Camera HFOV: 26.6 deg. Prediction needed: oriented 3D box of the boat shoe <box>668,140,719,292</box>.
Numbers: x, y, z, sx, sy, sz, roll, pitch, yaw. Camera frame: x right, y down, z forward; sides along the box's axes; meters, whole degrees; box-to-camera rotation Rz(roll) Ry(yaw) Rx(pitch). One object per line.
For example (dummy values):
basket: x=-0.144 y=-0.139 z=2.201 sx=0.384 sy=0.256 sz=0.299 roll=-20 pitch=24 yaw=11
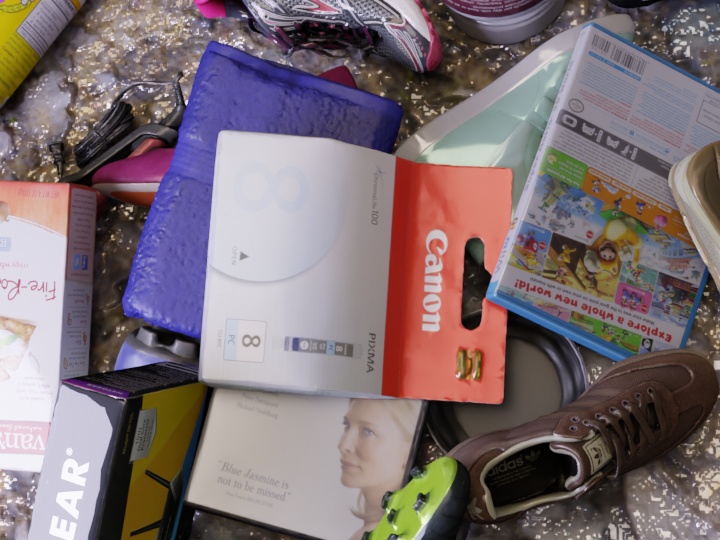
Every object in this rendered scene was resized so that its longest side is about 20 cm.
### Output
boat shoe: x=0.267 y=0.011 z=0.993 sx=0.073 sy=0.063 sz=0.202 roll=-33 pitch=90 yaw=-12

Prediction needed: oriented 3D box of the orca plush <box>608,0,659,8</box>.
orca plush: x=0.263 y=-0.246 z=1.093 sx=0.200 sy=0.071 sz=0.105 roll=-44 pitch=25 yaw=-8

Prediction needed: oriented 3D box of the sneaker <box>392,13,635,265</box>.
sneaker: x=0.132 y=-0.086 z=1.058 sx=0.199 sy=0.074 sz=0.119 roll=-35 pitch=82 yaw=-8

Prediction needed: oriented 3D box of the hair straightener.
hair straightener: x=-0.208 y=-0.082 z=1.138 sx=0.200 sy=0.041 sz=0.077 roll=-46 pitch=69 yaw=1

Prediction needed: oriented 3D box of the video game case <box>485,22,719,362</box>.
video game case: x=0.179 y=-0.046 z=1.022 sx=0.142 sy=0.018 sz=0.202 roll=25 pitch=77 yaw=-14

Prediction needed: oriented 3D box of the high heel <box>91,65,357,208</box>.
high heel: x=-0.097 y=-0.097 z=1.109 sx=0.197 sy=0.067 sz=0.098 roll=-1 pitch=75 yaw=-1

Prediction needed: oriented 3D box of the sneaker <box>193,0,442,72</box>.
sneaker: x=-0.029 y=-0.186 z=1.112 sx=0.198 sy=0.081 sz=0.075 roll=25 pitch=72 yaw=20

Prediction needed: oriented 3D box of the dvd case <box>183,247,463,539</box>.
dvd case: x=-0.023 y=0.075 z=0.999 sx=0.141 sy=0.018 sz=0.203 roll=15 pitch=79 yaw=0

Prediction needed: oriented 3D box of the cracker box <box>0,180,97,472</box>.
cracker box: x=-0.262 y=0.037 z=1.080 sx=0.132 sy=0.058 sz=0.203 roll=2 pitch=90 yaw=13

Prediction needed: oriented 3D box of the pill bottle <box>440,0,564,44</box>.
pill bottle: x=0.089 y=-0.243 z=1.042 sx=0.112 sy=0.200 sz=0.116 roll=-4 pitch=71 yaw=11

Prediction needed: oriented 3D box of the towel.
towel: x=-0.067 y=-0.042 z=1.049 sx=0.146 sy=0.050 sz=0.202 roll=19 pitch=83 yaw=0

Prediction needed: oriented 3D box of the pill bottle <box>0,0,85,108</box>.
pill bottle: x=-0.276 y=-0.207 z=1.161 sx=0.104 sy=0.104 sz=0.201 roll=34 pitch=82 yaw=20

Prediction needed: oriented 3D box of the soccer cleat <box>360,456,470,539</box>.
soccer cleat: x=0.032 y=0.202 z=0.950 sx=0.080 sy=0.068 sz=0.202 roll=21 pitch=115 yaw=-11

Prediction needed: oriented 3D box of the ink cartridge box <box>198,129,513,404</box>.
ink cartridge box: x=0.000 y=0.000 z=0.979 sx=0.197 sy=0.047 sz=0.163 roll=4 pitch=81 yaw=-1

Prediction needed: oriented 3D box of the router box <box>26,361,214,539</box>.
router box: x=-0.156 y=0.165 z=0.965 sx=0.050 sy=0.149 sz=0.203 roll=14 pitch=95 yaw=17

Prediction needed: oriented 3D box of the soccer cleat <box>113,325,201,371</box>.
soccer cleat: x=-0.081 y=0.102 z=1.055 sx=0.198 sy=0.065 sz=0.085 roll=22 pitch=108 yaw=13

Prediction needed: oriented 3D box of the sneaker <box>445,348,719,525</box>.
sneaker: x=0.149 y=0.114 z=0.964 sx=0.198 sy=0.076 sz=0.071 roll=-25 pitch=102 yaw=-7

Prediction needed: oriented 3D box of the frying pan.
frying pan: x=0.098 y=0.120 z=1.016 sx=0.113 sy=0.031 sz=0.193 roll=-3 pitch=81 yaw=9
